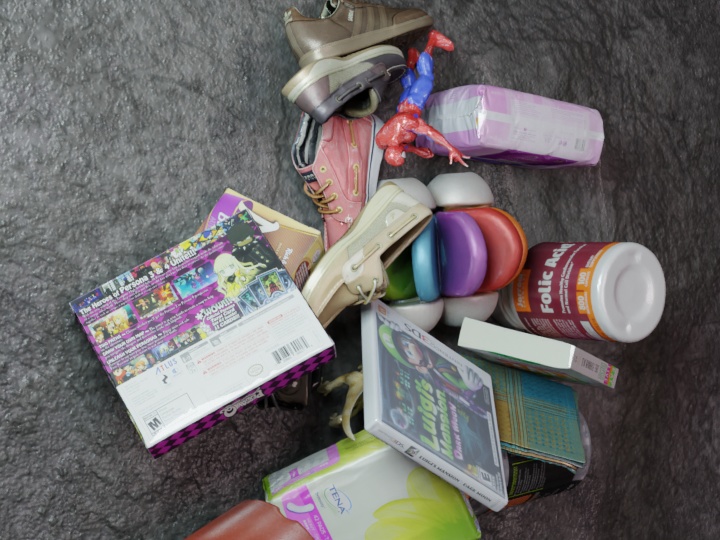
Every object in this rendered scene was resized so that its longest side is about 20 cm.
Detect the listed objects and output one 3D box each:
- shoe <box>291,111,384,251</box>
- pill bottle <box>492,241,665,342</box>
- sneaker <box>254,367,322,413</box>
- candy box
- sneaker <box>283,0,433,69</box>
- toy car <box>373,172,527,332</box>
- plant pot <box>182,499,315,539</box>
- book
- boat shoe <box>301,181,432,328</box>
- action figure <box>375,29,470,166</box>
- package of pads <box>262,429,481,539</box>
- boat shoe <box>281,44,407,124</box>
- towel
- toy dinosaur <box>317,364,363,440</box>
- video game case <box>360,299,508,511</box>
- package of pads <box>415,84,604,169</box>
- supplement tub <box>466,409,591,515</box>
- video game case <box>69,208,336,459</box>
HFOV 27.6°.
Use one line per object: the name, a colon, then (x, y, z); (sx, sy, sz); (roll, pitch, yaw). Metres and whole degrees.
shoe: (-0.032, -0.083, 1.584); (0.091, 0.071, 0.201); (14, 77, -35)
pill bottle: (0.246, 0.023, 1.714); (0.114, 0.200, 0.115); (0, 91, -37)
sneaker: (-0.123, 0.110, 1.490); (0.199, 0.114, 0.077); (-9, 96, -32)
candy box: (-0.135, 0.026, 1.470); (0.200, 0.116, 0.057); (-56, 159, -22)
sneaker: (0.000, -0.272, 1.602); (0.200, 0.070, 0.076); (-24, 84, -44)
toy car: (0.100, -0.019, 1.633); (0.199, 0.150, 0.176); (-7, 96, -37)
plant pot: (-0.139, 0.340, 1.445); (0.195, 0.200, 0.202); (-35, 112, -40)
book: (0.208, 0.096, 1.680); (0.200, 0.133, 0.048); (25, 80, -63)
boat shoe: (0.000, 0.000, 1.514); (0.065, 0.072, 0.200); (33, 70, 13)
action figure: (0.076, -0.168, 1.613); (0.099, 0.065, 0.200); (39, 44, -15)
package of pads: (0.010, 0.251, 1.571); (0.199, 0.068, 0.155); (-24, 109, -1)
boat shoe: (-0.007, -0.191, 1.552); (0.065, 0.072, 0.200); (57, 32, 6)
towel: (0.153, 0.153, 1.655); (0.199, 0.147, 0.022); (16, 123, -6)
toy dinosaur: (0.000, 0.126, 1.581); (0.058, 0.101, 0.200); (55, 38, -4)
video game case: (0.076, 0.136, 1.536); (0.182, 0.023, 0.200); (34, 29, -24)
package of pads: (0.173, -0.164, 1.703); (0.199, 0.120, 0.076); (6, 88, -37)
supplement tub: (0.161, 0.213, 1.702); (0.199, 0.122, 0.123); (-6, 95, -37)
video game case: (-0.151, 0.057, 1.402); (0.199, 0.182, 0.036); (-29, 152, -11)
